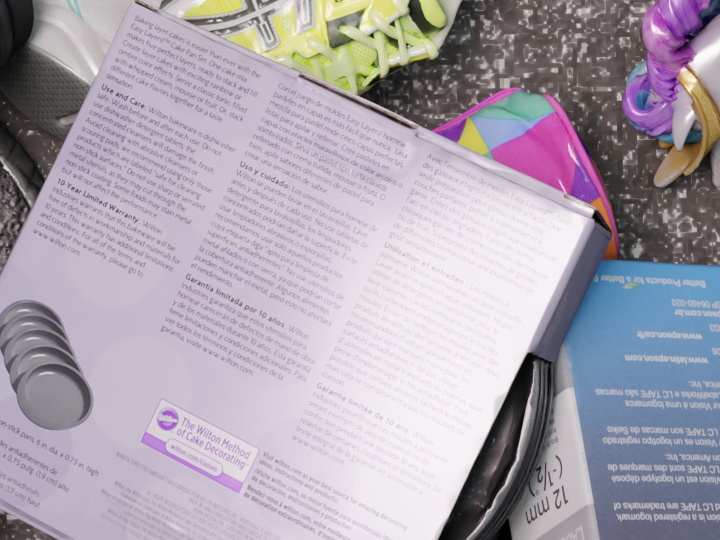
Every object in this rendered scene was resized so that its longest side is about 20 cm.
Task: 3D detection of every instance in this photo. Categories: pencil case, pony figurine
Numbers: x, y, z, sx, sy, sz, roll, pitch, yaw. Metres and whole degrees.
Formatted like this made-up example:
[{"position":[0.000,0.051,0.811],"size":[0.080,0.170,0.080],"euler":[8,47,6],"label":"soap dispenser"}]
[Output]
[{"position":[0.000,0.000,0.989],"size":[0.199,0.088,0.089],"euler":[-24,87,-2],"label":"pencil case"},{"position":[0.157,-0.134,0.952],"size":[0.200,0.193,0.167],"euler":[-37,44,6],"label":"pony figurine"}]

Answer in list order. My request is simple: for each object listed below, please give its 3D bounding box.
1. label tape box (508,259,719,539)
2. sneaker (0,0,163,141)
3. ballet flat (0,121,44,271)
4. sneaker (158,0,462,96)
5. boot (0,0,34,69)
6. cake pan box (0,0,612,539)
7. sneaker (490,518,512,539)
[{"position":[0.129,0.099,0.933],"size":[0.142,0.066,0.201],"euler":[3,67,-26],"label":"label tape box"},{"position":[-0.151,-0.126,1.013],"size":[0.200,0.071,0.080],"euler":[33,65,6],"label":"sneaker"},{"position":[-0.143,-0.004,1.003],"size":[0.066,0.057,0.201],"euler":[-34,85,0],"label":"ballet flat"},{"position":[-0.014,-0.095,0.972],"size":[0.076,0.075,0.200],"euler":[28,75,46],"label":"sneaker"},{"position":[-0.239,-0.071,0.928],"size":[0.199,0.168,0.077],"euler":[9,124,28],"label":"boot"},{"position":[-0.031,0.027,0.902],"size":[0.199,0.052,0.185],"euler":[24,91,16],"label":"cake pan box"},{"position":[0.024,0.107,0.973],"size":[0.198,0.083,0.071],"euler":[16,53,-2],"label":"sneaker"}]
